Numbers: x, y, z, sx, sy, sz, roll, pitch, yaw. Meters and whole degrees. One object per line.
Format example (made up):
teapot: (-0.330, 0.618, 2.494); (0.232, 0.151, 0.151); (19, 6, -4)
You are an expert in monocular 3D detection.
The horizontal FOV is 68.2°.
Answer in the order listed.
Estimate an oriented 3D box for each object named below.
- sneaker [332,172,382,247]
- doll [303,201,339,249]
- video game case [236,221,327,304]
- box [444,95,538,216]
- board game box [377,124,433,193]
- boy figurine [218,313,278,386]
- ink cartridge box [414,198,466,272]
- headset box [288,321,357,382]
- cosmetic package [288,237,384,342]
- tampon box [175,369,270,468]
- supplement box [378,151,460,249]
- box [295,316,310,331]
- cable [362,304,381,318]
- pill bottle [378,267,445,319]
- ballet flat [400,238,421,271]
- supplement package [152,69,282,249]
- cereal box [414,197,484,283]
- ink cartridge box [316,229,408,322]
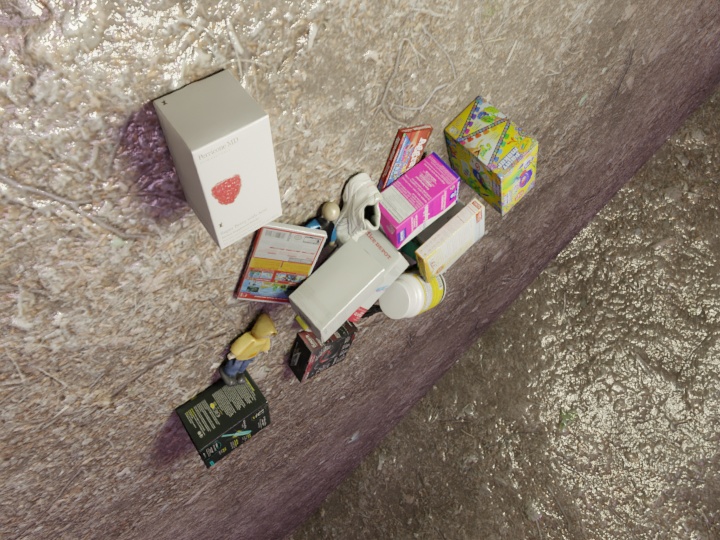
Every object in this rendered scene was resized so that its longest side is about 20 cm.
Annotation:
sneaker: (-0.004, -0.108, 1.175); (0.077, 0.100, 0.203); (-24, 149, -33)
doll: (-0.107, -0.061, 1.151); (0.202, 0.049, 0.135); (-53, 152, 18)
video game case: (-0.167, -0.010, 1.110); (0.139, 0.018, 0.203); (7, 128, -28)
box: (0.320, -0.274, 1.301); (0.122, 0.193, 0.200); (-41, 156, -2)
board game box: (0.094, -0.237, 1.222); (0.101, 0.019, 0.203); (-23, 148, -40)
boy figurine: (-0.260, 0.188, 1.286); (0.201, 0.065, 0.123); (-50, 152, 20)
ink cartridge box: (0.206, -0.117, 1.426); (0.144, 0.146, 0.200); (-41, 154, -2)
headset box: (-0.117, 0.226, 1.542); (0.197, 0.075, 0.151); (-22, 147, -39)
cosmetic package: (-0.049, 0.041, 1.165); (0.199, 0.113, 0.082); (-41, 161, -17)
tampon box: (-0.346, 0.374, 1.363); (0.197, 0.127, 0.152); (-32, 153, -26)
supplement box: (0.128, -0.163, 1.246); (0.198, 0.104, 0.102); (-37, 156, -11)
box: (-0.079, 0.074, 1.399); (0.201, 0.050, 0.075); (-50, 155, 9)
cable: (0.032, 0.099, 1.504); (0.197, 0.052, 0.096); (-21, 159, 41)
pill bottle: (0.136, 0.058, 1.396); (0.198, 0.114, 0.116); (-14, 143, -54)
ballet flat: (0.135, -0.031, 1.439); (0.071, 0.066, 0.200); (-56, 168, -4)
supplement package: (-0.201, -0.157, 0.779); (0.120, 0.120, 0.202); (-31, 152, -21)
cereal box: (0.223, -0.070, 1.305); (0.199, 0.040, 0.145); (-41, 154, -7)
ink cartridge box: (0.000, 0.000, 1.290); (0.200, 0.146, 0.083); (-46, 155, 6)
